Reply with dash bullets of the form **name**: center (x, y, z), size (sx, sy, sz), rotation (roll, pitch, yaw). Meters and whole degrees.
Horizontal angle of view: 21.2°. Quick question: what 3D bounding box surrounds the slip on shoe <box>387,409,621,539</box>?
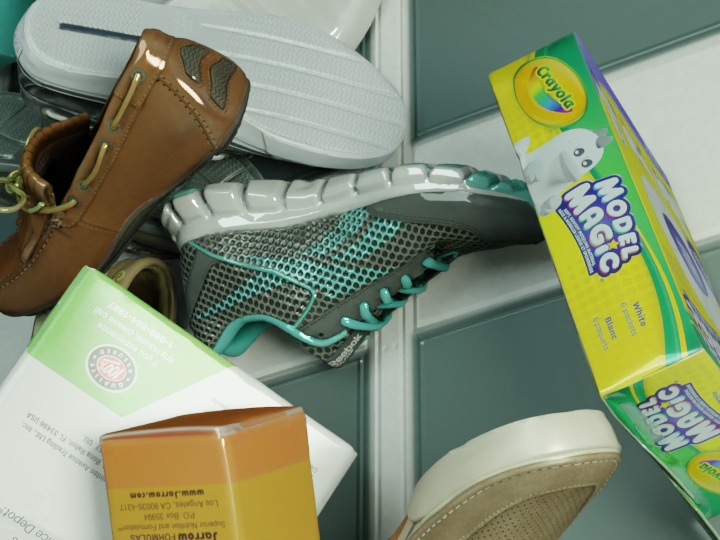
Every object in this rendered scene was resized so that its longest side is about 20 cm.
- **slip on shoe**: center (0.042, 0.120, 0.749), size (0.200, 0.076, 0.061), rotation (-48, 52, 44)

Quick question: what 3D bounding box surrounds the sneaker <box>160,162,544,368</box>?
- **sneaker**: center (0.000, 0.000, 0.913), size (0.200, 0.078, 0.091), rotation (-6, 84, 27)

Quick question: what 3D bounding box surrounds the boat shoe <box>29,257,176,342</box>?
- **boat shoe**: center (-0.128, 0.076, 0.943), size (0.066, 0.074, 0.200), rotation (-23, 50, 30)

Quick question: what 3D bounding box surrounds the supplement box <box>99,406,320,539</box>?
- **supplement box**: center (-0.052, 0.158, 0.771), size (0.069, 0.067, 0.200), rotation (-8, 90, 29)

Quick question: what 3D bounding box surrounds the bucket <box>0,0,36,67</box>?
- **bucket**: center (-0.277, -0.200, 1.151), size (0.135, 0.207, 0.208), rotation (-10, 56, 19)

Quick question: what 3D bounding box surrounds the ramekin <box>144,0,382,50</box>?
- **ramekin**: center (-0.088, -0.173, 1.063), size (0.202, 0.094, 0.203), rotation (-19, 52, 26)

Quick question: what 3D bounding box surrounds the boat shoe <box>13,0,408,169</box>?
- **boat shoe**: center (-0.077, -0.091, 0.976), size (0.200, 0.071, 0.072), rotation (16, 63, -6)

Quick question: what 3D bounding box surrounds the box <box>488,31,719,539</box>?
- **box**: center (0.115, 0.011, 0.776), size (0.048, 0.117, 0.200), rotation (-25, 50, 15)

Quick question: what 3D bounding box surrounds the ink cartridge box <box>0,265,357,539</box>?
- **ink cartridge box**: center (-0.119, 0.121, 0.846), size (0.200, 0.145, 0.084), rotation (-55, 6, -8)

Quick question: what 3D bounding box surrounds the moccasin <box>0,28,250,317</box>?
- **moccasin**: center (-0.136, -0.045, 0.927), size (0.201, 0.078, 0.074), rotation (-38, 28, 45)

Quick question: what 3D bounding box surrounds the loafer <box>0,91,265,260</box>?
- **loafer**: center (-0.131, -0.045, 1.037), size (0.200, 0.063, 0.072), rotation (18, 57, 24)
